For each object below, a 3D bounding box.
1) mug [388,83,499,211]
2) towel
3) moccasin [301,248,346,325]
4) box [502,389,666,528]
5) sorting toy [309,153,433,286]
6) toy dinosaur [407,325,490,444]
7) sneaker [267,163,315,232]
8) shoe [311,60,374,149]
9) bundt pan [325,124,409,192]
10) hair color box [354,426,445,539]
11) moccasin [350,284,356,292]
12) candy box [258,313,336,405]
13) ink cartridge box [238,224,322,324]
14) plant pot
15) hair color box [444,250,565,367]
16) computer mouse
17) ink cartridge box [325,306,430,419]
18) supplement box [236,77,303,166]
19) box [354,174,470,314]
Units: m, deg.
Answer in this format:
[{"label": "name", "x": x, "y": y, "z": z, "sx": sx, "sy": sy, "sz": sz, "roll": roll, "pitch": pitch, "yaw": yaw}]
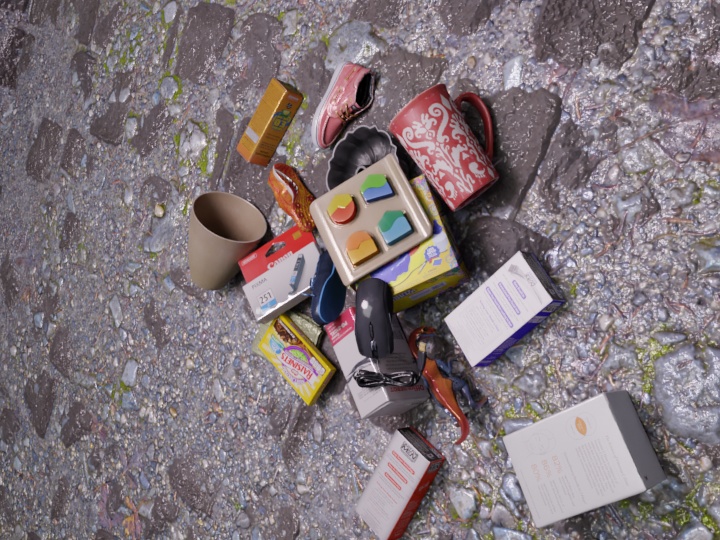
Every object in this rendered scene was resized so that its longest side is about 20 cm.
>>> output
[{"label": "mug", "x": 0.177, "y": -0.236, "z": 1.314, "sx": 0.176, "sy": 0.133, "sz": 0.202, "roll": -35, "pitch": 83, "yaw": 11}, {"label": "towel", "x": -0.172, "y": 0.160, "z": 1.642, "sx": 0.198, "sy": 0.036, "sz": 0.151, "roll": 25, "pitch": 101, "yaw": 38}, {"label": "moccasin", "x": -0.068, "y": 0.035, "z": 1.416, "sx": 0.067, "sy": 0.081, "sz": 0.202, "roll": -17, "pitch": 34, "yaw": 28}, {"label": "box", "x": 0.359, "y": 0.304, "z": 1.143, "sx": 0.199, "sy": 0.105, "sz": 0.155, "roll": -33, "pitch": 66, "yaw": 33}, {"label": "sorting toy", "x": 0.014, "y": -0.097, "z": 1.314, "sx": 0.198, "sy": 0.036, "sz": 0.188, "roll": -32, "pitch": 68, "yaw": 11}, {"label": "toy dinosaur", "x": 0.153, "y": 0.191, "z": 1.305, "sx": 0.105, "sy": 0.200, "sz": 0.182, "roll": -43, "pitch": 92, "yaw": 10}, {"label": "sneaker", "x": -0.156, "y": -0.161, "z": 1.650, "sx": 0.202, "sy": 0.072, "sz": 0.078, "roll": 61, "pitch": 143, "yaw": 30}, {"label": "shoe", "x": -0.038, "y": -0.357, "z": 1.555, "sx": 0.090, "sy": 0.071, "sz": 0.204, "roll": 29, "pitch": 100, "yaw": 43}, {"label": "bundt pan", "x": 0.022, "y": -0.198, "z": 1.488, "sx": 0.199, "sy": 0.075, "sz": 0.207, "roll": -4, "pitch": 84, "yaw": 38}, {"label": "hair color box", "x": 0.075, "y": 0.423, "z": 1.396, "sx": 0.101, "sy": 0.061, "sz": 0.203, "roll": 38, "pitch": 111, "yaw": 35}, {"label": "moccasin", "x": 0.001, "y": -0.001, "z": 1.482, "sx": 0.073, "sy": 0.078, "sz": 0.201, "roll": -38, "pitch": 49, "yaw": -13}, {"label": "candy box", "x": -0.145, "y": 0.195, "z": 1.580, "sx": 0.200, "sy": 0.026, "sz": 0.103, "roll": 43, "pitch": 111, "yaw": 30}, {"label": "ink cartridge box", "x": -0.179, "y": -0.004, "z": 1.611, "sx": 0.198, "sy": 0.045, "sz": 0.178, "roll": -32, "pitch": 66, "yaw": 7}, {"label": "plant pot", "x": -0.349, "y": -0.056, "z": 1.734, "sx": 0.188, "sy": 0.185, "sz": 0.202, "roll": 52, "pitch": 131, "yaw": 30}, {"label": "hair color box", "x": 0.258, "y": 0.072, "z": 1.277, "sx": 0.200, "sy": 0.064, "sz": 0.110, "roll": -46, "pitch": 59, "yaw": 29}, {"label": "computer mouse", "x": 0.051, "y": 0.118, "z": 1.266, "sx": 0.137, "sy": 0.046, "sz": 0.205, "roll": 3, "pitch": 95, "yaw": 14}, {"label": "ink cartridge box", "x": 0.035, "y": 0.181, "z": 1.398, "sx": 0.084, "sy": 0.143, "sz": 0.203, "roll": -38, "pitch": 63, "yaw": 31}, {"label": "supplement box", "x": -0.221, "y": -0.357, "z": 1.711, "sx": 0.069, "sy": 0.066, "sz": 0.202, "roll": 44, "pitch": 113, "yaw": 33}, {"label": "box", "x": 0.080, "y": -0.041, "z": 1.361, "sx": 0.197, "sy": 0.122, "sz": 0.196, "roll": -25, "pitch": 69, "yaw": 14}]
